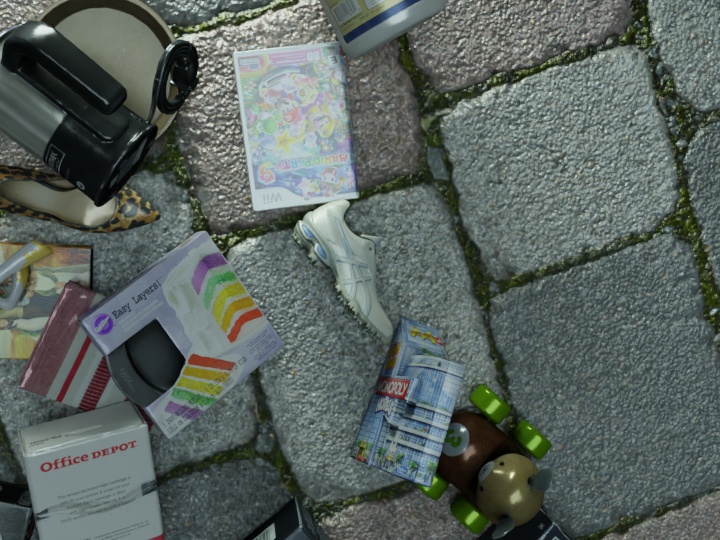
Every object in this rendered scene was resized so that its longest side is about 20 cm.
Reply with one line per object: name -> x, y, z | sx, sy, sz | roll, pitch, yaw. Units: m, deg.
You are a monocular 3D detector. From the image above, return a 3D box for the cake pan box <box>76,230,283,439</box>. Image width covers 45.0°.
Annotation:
cake pan box -> -0.225, 0.080, 1.087 | 0.199, 0.052, 0.185 | -37, 102, -21

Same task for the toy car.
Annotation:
toy car -> 0.176, 0.270, 1.125 | 0.157, 0.200, 0.165 | 40, 90, -11

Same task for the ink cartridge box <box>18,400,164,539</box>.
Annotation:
ink cartridge box -> -0.329, 0.280, 1.075 | 0.143, 0.084, 0.202 | -12, 110, -24

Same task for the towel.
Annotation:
towel -> -0.309, 0.116, 1.103 | 0.199, 0.023, 0.145 | 27, 91, -26

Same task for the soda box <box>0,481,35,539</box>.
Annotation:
soda box -> -0.513, 0.298, 1.092 | 0.198, 0.063, 0.072 | 15, 95, -10

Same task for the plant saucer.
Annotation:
plant saucer -> -0.316, -0.241, 1.073 | 0.197, 0.029, 0.203 | -1, 97, -8

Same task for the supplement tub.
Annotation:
supplement tub -> 0.003, -0.376, 1.047 | 0.143, 0.144, 0.201 | -29, 101, -4

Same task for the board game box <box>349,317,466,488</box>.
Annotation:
board game box -> 0.064, 0.161, 1.120 | 0.061, 0.200, 0.202 | 19, 80, -11

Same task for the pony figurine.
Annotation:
pony figurine -> -0.485, 0.019, 0.998 | 0.192, 0.166, 0.201 | 34, 75, -20

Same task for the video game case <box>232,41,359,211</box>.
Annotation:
video game case -> -0.082, -0.185, 1.122 | 0.141, 0.018, 0.203 | -8, 98, -8

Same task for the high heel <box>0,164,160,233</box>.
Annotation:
high heel -> -0.341, -0.079, 1.031 | 0.198, 0.143, 0.072 | 12, 95, -10

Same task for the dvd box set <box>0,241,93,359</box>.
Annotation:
dvd box set -> -0.439, 0.037, 1.088 | 0.197, 0.029, 0.148 | 3, 97, -10

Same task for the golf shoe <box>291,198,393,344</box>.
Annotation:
golf shoe -> 0.000, 0.000, 1.130 | 0.097, 0.078, 0.201 | -36, 102, -7

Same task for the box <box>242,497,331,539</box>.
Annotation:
box -> -0.080, 0.437, 1.154 | 0.148, 0.107, 0.201 | -37, 100, -3

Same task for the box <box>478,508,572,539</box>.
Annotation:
box -> 0.239, 0.458, 1.197 | 0.200, 0.123, 0.199 | -44, 102, -3

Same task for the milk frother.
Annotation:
milk frother -> -0.312, -0.216, 1.008 | 0.187, 0.201, 0.181 | 37, 130, -6
